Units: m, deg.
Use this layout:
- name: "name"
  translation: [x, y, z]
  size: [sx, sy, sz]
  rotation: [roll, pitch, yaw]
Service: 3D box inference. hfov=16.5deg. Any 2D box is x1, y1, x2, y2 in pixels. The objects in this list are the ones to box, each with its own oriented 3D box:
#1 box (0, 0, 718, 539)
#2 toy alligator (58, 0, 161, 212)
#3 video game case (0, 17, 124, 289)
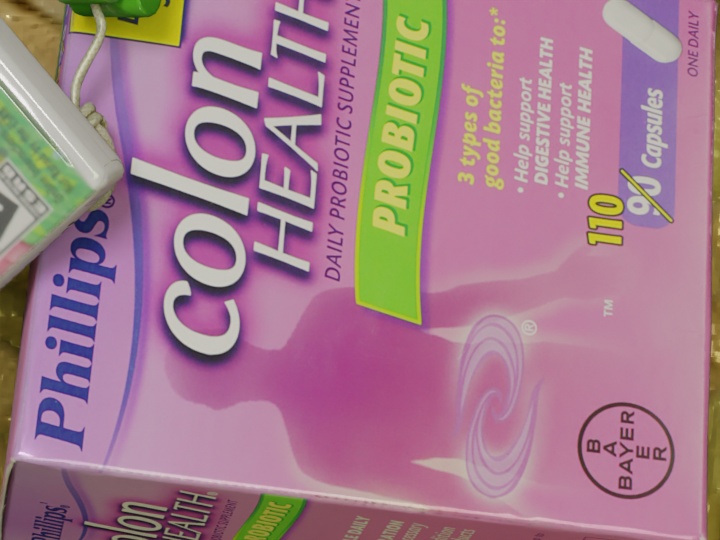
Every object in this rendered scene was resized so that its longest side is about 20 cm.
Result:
- name: "box"
  translation: [0.000, 0.000, 0.758]
  size: [0.200, 0.097, 0.176]
  rotation: [8, 68, -7]
- name: "toy alligator"
  translation: [-0.065, -0.115, 0.709]
  size: [0.059, 0.054, 0.200]
  rotation: [3, 91, 29]
- name: "video game case"
  translation: [-0.193, -0.046, 0.700]
  size: [0.182, 0.022, 0.200]
  rotation: [-41, 90, 20]
